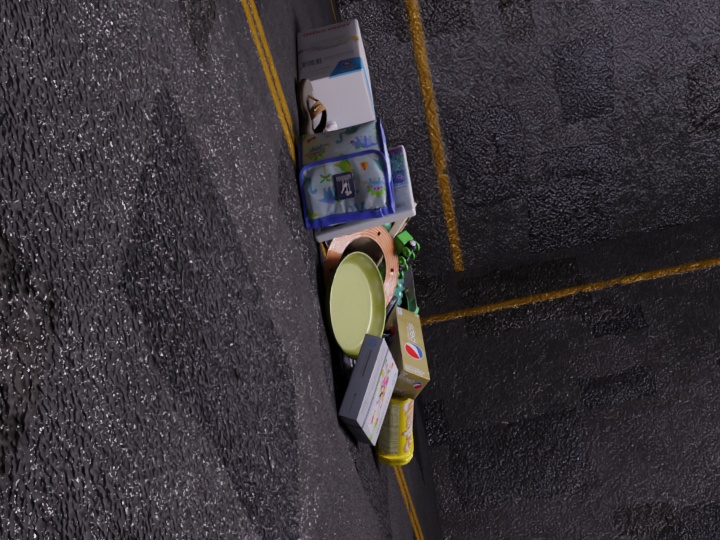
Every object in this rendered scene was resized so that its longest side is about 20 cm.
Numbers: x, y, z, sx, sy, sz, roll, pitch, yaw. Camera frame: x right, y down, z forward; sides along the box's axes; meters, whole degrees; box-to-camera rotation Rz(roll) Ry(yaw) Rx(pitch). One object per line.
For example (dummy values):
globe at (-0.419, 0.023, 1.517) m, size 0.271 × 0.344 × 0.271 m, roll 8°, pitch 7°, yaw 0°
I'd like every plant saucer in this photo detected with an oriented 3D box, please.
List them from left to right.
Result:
plant saucer at (-0.013, 0.067, 1.575) m, size 0.199 × 0.031 × 0.204 m, roll 4°, pitch 85°, yaw -58°

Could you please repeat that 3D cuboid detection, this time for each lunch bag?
lunch bag at (-0.025, -0.168, 1.540) m, size 0.128 × 0.167 × 0.203 m, roll 70°, pitch 12°, yaw -51°

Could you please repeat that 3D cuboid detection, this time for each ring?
ring at (0.000, 0.000, 1.642) m, size 0.198 × 0.019 × 0.205 m, roll -3°, pitch 95°, yaw -42°

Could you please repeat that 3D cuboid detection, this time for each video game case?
video game case at (0.001, -0.151, 1.617) m, size 0.024 × 0.196 × 0.184 m, roll 64°, pitch 15°, yaw -47°

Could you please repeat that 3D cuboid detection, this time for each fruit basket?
fruit basket at (0.078, 0.094, 2.094) m, size 0.093 × 0.185 × 0.201 m, roll 36°, pitch 26°, yaw -20°

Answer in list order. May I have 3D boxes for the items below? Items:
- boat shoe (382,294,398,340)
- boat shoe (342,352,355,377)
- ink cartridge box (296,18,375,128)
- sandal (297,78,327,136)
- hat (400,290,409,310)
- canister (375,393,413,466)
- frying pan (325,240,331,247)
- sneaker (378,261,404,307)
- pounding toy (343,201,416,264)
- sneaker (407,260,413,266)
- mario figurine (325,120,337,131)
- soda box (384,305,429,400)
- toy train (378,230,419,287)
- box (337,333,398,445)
boat shoe at (0.030, 0.134, 1.749) m, size 0.075 × 0.061 × 0.203 m, roll -32°, pitch 139°, yaw -76°
boat shoe at (-0.003, 0.122, 1.684) m, size 0.072 × 0.070 × 0.203 m, roll 68°, pitch 12°, yaw -60°
ink cartridge box at (-0.055, -0.434, 1.868) m, size 0.147 × 0.144 × 0.202 m, roll 71°, pitch 10°, yaw -47°
sandal at (-0.094, -0.308, 1.700) m, size 0.082 × 0.054 × 0.203 m, roll 72°, pitch 9°, yaw -51°
hat at (-0.002, 0.081, 1.936) m, size 0.174 × 0.166 × 0.202 m, roll 24°, pitch 31°, yaw -28°
canister at (0.073, 0.301, 1.815) m, size 0.150 × 0.085 × 0.203 m, roll -92°, pitch -178°, yaw -53°
frying pan at (-0.065, -0.070, 1.683) m, size 0.115 × 0.030 × 0.193 m, roll 66°, pitch 11°, yaw -63°
sneaker at (0.051, 0.020, 1.892) m, size 0.074 × 0.086 × 0.203 m, roll 50°, pitch 46°, yaw -60°
pounding toy at (0.024, -0.120, 1.785) m, size 0.185 × 0.141 × 0.200 m, roll -55°, pitch 177°, yaw -8°
sneaker at (0.044, -0.030, 2.048) m, size 0.083 × 0.200 × 0.122 m, roll -9°, pitch 66°, yaw -46°
mario figurine at (-0.043, -0.247, 1.784) m, size 0.122 × 0.107 × 0.200 m, roll 33°, pitch 6°, yaw -7°
soda box at (0.092, 0.170, 1.747) m, size 0.068 × 0.063 × 0.202 m, roll -56°, pitch -158°, yaw 31°
toy train at (0.068, -0.008, 1.757) m, size 0.056 × 0.041 × 0.201 m, roll 47°, pitch -37°, yaw 16°
box at (0.018, 0.226, 1.549) m, size 0.201 × 0.040 × 0.158 m, roll 69°, pitch 38°, yaw -64°
